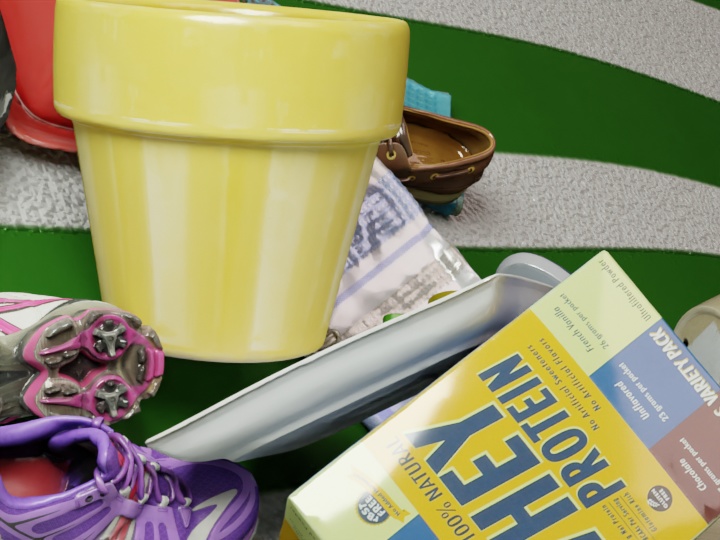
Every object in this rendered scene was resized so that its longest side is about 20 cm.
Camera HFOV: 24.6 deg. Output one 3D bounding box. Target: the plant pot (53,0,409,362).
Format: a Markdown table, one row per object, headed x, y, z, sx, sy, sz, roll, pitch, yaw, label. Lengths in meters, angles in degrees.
| x | y | z | sx | sy | sz | roll | pitch | yaw | label |
| --- | --- | --- | --- | --- | --- | --- | --- | --- | --- |
| -0.077 | -0.055 | 0.941 | 0.198 | 0.191 | 0.201 | 5 | 11 | -1 | plant pot |

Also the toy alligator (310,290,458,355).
| x | y | z | sx | sy | sz | roll | pitch | yaw | label |
| --- | --- | --- | --- | --- | --- | --- | --- | --- | --- |
| 0.057 | 0.041 | 1.052 | 0.198 | 0.054 | 0.060 | 5 | 66 | -21 | toy alligator |

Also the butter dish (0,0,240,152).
| x | y | z | sx | sy | sz | roll | pitch | yaw | label |
| --- | --- | --- | --- | --- | --- | --- | --- | --- | --- |
| -0.148 | -0.181 | 1.070 | 0.198 | 0.148 | 0.201 | 4 | 50 | -42 | butter dish |

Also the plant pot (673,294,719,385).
| x | y | z | sx | sy | sz | roll | pitch | yaw | label |
| --- | --- | --- | --- | --- | --- | --- | --- | --- | --- |
| 0.348 | 0.072 | 1.299 | 0.198 | 0.188 | 0.189 | 1 | 51 | -27 | plant pot |

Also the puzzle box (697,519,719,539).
| x | y | z | sx | sy | sz | roll | pitch | yaw | label |
| --- | --- | --- | --- | --- | --- | --- | --- | --- | --- |
| 0.156 | 0.123 | 1.078 | 0.132 | 0.026 | 0.200 | 14 | 15 | -37 | puzzle box |

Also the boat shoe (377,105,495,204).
| x | y | z | sx | sy | sz | roll | pitch | yaw | label |
| --- | --- | --- | --- | --- | --- | --- | --- | --- | --- |
| 0.008 | -0.094 | 1.184 | 0.198 | 0.067 | 0.073 | 5 | 68 | -31 | boat shoe |

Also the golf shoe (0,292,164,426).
| x | y | z | sx | sy | sz | roll | pitch | yaw | label |
| --- | --- | --- | --- | --- | --- | --- | --- | --- | --- |
| -0.207 | 0.048 | 0.849 | 0.198 | 0.074 | 0.092 | 2 | 8 | -29 | golf shoe |

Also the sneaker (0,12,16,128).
| x | y | z | sx | sy | sz | roll | pitch | yaw | label |
| --- | --- | --- | --- | --- | --- | --- | --- | --- | --- |
| -0.256 | -0.060 | 0.907 | 0.085 | 0.081 | 0.201 | 2 | 51 | 14 | sneaker |

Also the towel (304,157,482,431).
| x | y | z | sx | sy | sz | roll | pitch | yaw | label |
| --- | --- | --- | --- | --- | --- | --- | --- | --- | --- |
| 0.000 | 0.000 | 1.090 | 0.147 | 0.024 | 0.200 | -37 | 84 | -33 | towel |

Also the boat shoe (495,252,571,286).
| x | y | z | sx | sy | sz | roll | pitch | yaw | label |
| --- | --- | --- | --- | --- | --- | --- | --- | --- | --- |
| 0.182 | 0.049 | 1.223 | 0.202 | 0.075 | 0.086 | 41 | 35 | -7 | boat shoe |

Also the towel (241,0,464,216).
| x | y | z | sx | sy | sz | roll | pitch | yaw | label |
| --- | --- | --- | --- | --- | --- | --- | --- | --- | --- |
| -0.006 | -0.129 | 1.270 | 0.199 | 0.022 | 0.148 | 26 | 37 | -24 | towel |

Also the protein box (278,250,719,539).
| x | y | z | sx | sy | sz | roll | pitch | yaw | label |
| --- | --- | --- | --- | --- | --- | --- | --- | --- | --- |
| 0.074 | 0.128 | 0.852 | 0.199 | 0.199 | 0.135 | -36 | 78 | -16 | protein box |

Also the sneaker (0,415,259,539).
| x | y | z | sx | sy | sz | roll | pitch | yaw | label |
| --- | --- | --- | --- | --- | --- | --- | --- | --- | --- |
| -0.125 | 0.115 | 0.832 | 0.199 | 0.083 | 0.081 | 8 | 48 | -42 | sneaker |

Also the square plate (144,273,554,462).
| x | y | z | sx | sy | sz | roll | pitch | yaw | label |
| --- | --- | --- | --- | --- | --- | --- | --- | --- | --- |
| 0.007 | 0.057 | 0.880 | 0.029 | 0.197 | 0.200 | 66 | 13 | 8 | square plate |
